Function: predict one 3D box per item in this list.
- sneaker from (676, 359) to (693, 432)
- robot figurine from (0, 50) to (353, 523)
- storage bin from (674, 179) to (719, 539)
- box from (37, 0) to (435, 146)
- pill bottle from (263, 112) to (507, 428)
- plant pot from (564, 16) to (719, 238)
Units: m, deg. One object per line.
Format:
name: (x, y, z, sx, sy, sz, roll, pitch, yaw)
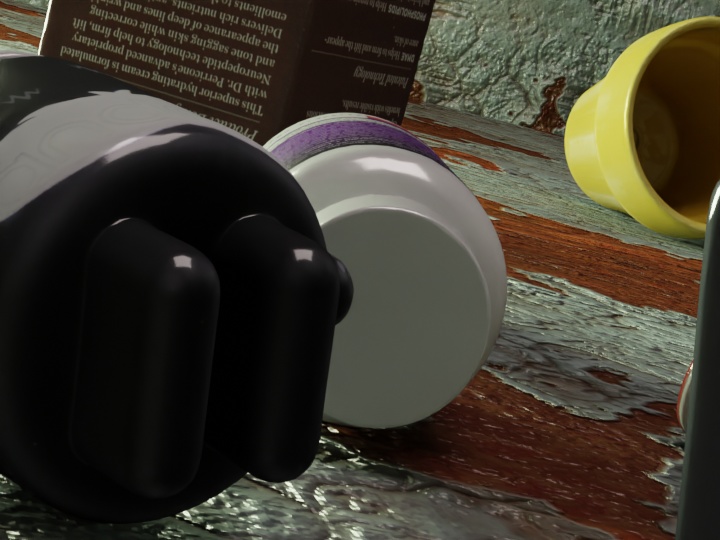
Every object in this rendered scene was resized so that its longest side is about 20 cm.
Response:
sneaker: (0.255, 0.080, 0.946, 0.198, 0.079, 0.115, -4, 26, -30)
robot figurine: (-0.088, 0.004, 0.624, 0.199, 0.125, 0.150, 25, -16, 49)
storage bin: (0.142, 0.061, 0.472, 0.133, 0.202, 0.145, 6, 6, 15)
box: (-0.073, -0.119, 1.150, 0.165, 0.202, 0.164, 19, 9, 23)
pill bottle: (0.000, 0.000, 0.822, 0.110, 0.112, 0.200, 14, 8, -7)
plant pot: (0.291, -0.129, 1.916, 0.199, 0.203, 0.189, 11, -6, -22)
